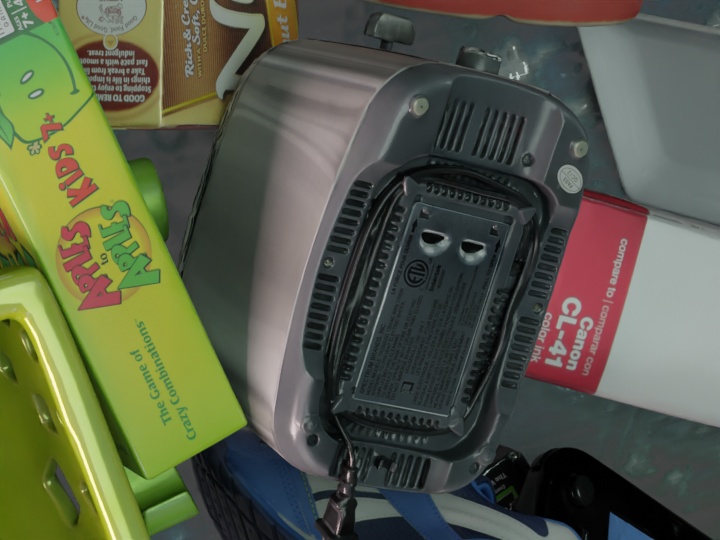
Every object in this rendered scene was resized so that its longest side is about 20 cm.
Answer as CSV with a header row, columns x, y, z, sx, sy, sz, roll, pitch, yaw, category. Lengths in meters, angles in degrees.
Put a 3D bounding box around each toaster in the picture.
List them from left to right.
x,y,z,sx,sy,sz,roll,pitch,yaw,category
0.000,0.000,1.049,0.114,0.129,0.200,11,100,-33,toaster

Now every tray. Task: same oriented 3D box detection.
x,y,z,sx,sy,sz,roll,pitch,yaw,category
0.179,-0.059,1.125,0.022,0.200,0.108,-36,124,-28,tray

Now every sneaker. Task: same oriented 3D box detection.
x,y,z,sx,sy,sz,roll,pitch,yaw,category
0.009,0.110,1.106,0.082,0.200,0.074,-40,134,-27,sneaker

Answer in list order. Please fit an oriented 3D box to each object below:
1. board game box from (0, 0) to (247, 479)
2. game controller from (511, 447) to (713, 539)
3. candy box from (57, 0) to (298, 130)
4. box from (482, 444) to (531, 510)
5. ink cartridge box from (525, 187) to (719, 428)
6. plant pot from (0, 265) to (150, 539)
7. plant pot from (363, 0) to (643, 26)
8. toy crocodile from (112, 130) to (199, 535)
x,y,z,sx,sy,sz,roll,pitch,yaw,category
-0.119,-0.024,1.018,0.048,0.102,0.200,-29,106,-17,board game box
0.132,0.157,1.169,0.200,0.042,0.104,34,43,-41,game controller
-0.073,-0.158,1.086,0.115,0.055,0.200,-7,100,-62,candy box
0.032,0.210,1.185,0.200,0.048,0.193,-33,101,-12,box
0.134,0.018,1.149,0.200,0.148,0.086,17,92,-18,ink cartridge box
-0.197,0.114,1.033,0.199,0.181,0.200,-21,101,-15,plant pot
0.058,-0.200,1.095,0.200,0.200,0.178,1,104,-18,plant pot
-0.109,0.014,1.116,0.067,0.062,0.200,-10,97,-17,toy crocodile
